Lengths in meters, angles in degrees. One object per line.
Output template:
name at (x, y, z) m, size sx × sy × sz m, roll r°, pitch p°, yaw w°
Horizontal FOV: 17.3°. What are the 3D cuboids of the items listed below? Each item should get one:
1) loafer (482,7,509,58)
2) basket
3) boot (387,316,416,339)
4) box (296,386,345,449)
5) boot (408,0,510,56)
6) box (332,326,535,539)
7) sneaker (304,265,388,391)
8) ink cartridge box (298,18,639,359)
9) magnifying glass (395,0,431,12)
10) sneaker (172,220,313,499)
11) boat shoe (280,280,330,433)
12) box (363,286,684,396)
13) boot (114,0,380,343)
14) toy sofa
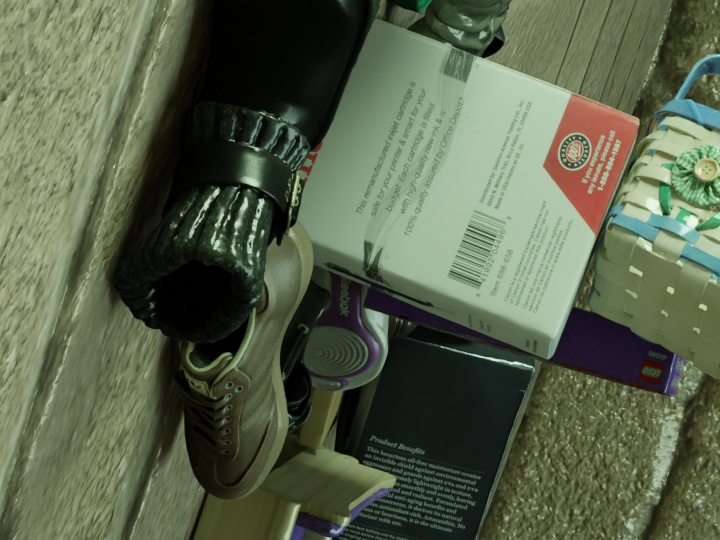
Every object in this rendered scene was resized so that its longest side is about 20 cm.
loafer at (0.077, -0.159, 1.738) m, size 0.072 × 0.063 × 0.201 m, roll 86°, pitch 27°, yaw -68°
basket at (0.244, -0.033, 1.435) m, size 0.200 × 0.176 × 0.140 m, roll -49°, pitch 159°, yaw -37°
boot at (0.067, 0.006, 1.725) m, size 0.200 × 0.096 × 0.075 m, roll -71°, pitch 179°, yaw -65°
box at (0.001, 0.013, 1.758) m, size 0.164 × 0.021 × 0.201 m, roll -65°, pitch 173°, yaw -65°
boot at (0.072, -0.157, 1.576) m, size 0.131 × 0.068 × 0.200 m, roll -52°, pitch 173°, yaw 17°
box at (0.054, 0.101, 1.880) m, size 0.200 × 0.122 × 0.199 m, roll -86°, pitch -168°, yaw -65°
sneaker at (0.000, 0.000, 1.622) m, size 0.100 × 0.074 × 0.201 m, roll -64°, pitch 171°, yaw -47°
ink cartridge box at (0.049, -0.053, 1.425) m, size 0.084 × 0.199 × 0.145 m, roll 75°, pitch 37°, yaw -79°
magnifying glass at (0.041, -0.223, 1.536) m, size 0.200 × 0.022 × 0.080 m, roll 55°, pitch 57°, yaw -77°
sneaker at (-0.084, 0.056, 1.371) m, size 0.075 × 0.070 × 0.201 m, roll -28°, pitch 138°, yaw -46°
boat shoe at (-0.059, 0.076, 1.511) m, size 0.201 × 0.056 × 0.069 m, roll 101°, pitch 14°, yaw -46°
box at (0.110, 0.037, 1.528) m, size 0.137 × 0.199 × 0.039 m, roll 18°, pitch 88°, yaw -79°
boot at (-0.057, -0.071, 1.157) m, size 0.212 × 0.079 × 0.158 m, roll 97°, pitch 17°, yaw -56°
toy sofa at (-0.047, 0.181, 1.679) m, size 0.200 × 0.097 × 0.083 m, roll -23°, pitch 133°, yaw -78°
